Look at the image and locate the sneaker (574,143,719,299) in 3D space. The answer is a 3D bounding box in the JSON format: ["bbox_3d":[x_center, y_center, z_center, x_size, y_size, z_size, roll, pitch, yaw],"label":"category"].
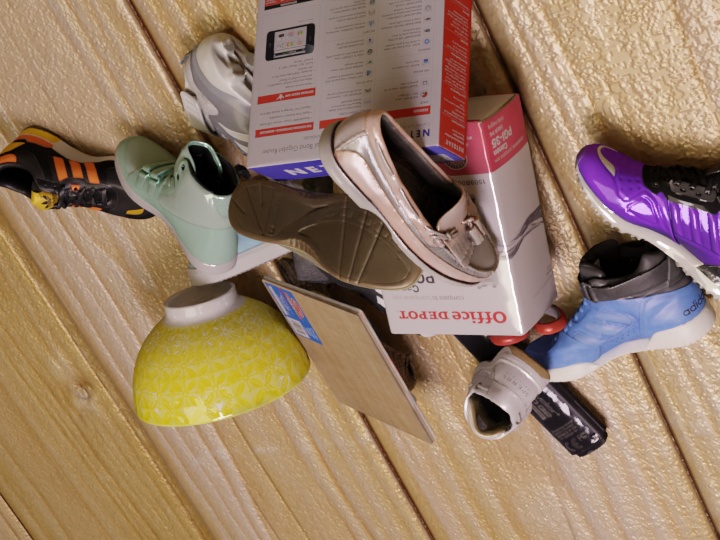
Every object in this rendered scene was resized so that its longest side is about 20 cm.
[{"bbox_3d":[0.281,-0.063,1.139,0.199,0.070,0.100,35,128,-3],"label":"sneaker"}]

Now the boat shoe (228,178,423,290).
[{"bbox_3d":[-0.024,-0.032,1.197,0.198,0.063,0.074,16,92,26],"label":"boat shoe"}]

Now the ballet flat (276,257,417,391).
[{"bbox_3d":[-0.011,0.054,1.419,0.046,0.067,0.200,-43,96,5],"label":"ballet flat"}]

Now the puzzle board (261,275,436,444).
[{"bbox_3d":[-0.009,0.090,1.380,0.150,0.017,0.201,19,148,45],"label":"puzzle board"}]

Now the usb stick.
[{"bbox_3d":[0.171,0.110,1.361,0.200,0.033,0.055,45,133,-7],"label":"usb stick"}]

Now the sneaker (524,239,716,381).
[{"bbox_3d":[0.217,0.030,1.237,0.198,0.077,0.112,-19,114,40],"label":"sneaker"}]

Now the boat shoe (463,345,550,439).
[{"bbox_3d":[0.130,0.132,1.314,0.070,0.070,0.200,36,163,9],"label":"boat shoe"}]

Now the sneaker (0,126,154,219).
[{"bbox_3d":[-0.313,-0.087,1.458,0.198,0.090,0.071,21,133,16],"label":"sneaker"}]

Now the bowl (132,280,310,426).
[{"bbox_3d":[-0.160,0.075,1.434,0.198,0.200,0.109,-4,109,33],"label":"bowl"}]

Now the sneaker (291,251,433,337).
[{"bbox_3d":[0.000,0.000,1.318,0.110,0.074,0.201,-8,141,25],"label":"sneaker"}]

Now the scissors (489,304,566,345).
[{"bbox_3d":[0.135,0.036,1.276,0.072,0.200,0.014,-21,105,-8],"label":"scissors"}]

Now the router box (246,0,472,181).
[{"bbox_3d":[-0.003,-0.178,1.148,0.198,0.049,0.183,-3,78,33],"label":"router box"}]

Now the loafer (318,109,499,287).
[{"bbox_3d":[0.053,-0.055,1.074,0.062,0.073,0.199,-23,130,40],"label":"loafer"}]

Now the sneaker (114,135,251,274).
[{"bbox_3d":[-0.179,-0.103,1.349,0.200,0.073,0.119,46,140,30],"label":"sneaker"}]

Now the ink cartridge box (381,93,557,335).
[{"bbox_3d":[0.084,-0.047,1.200,0.145,0.083,0.203,-1,113,33],"label":"ink cartridge box"}]

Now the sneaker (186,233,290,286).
[{"bbox_3d":[-0.119,-0.044,1.401,0.198,0.074,0.083,-21,91,40],"label":"sneaker"}]

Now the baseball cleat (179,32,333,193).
[{"bbox_3d":[-0.104,-0.137,1.318,0.106,0.070,0.202,-23,101,48],"label":"baseball cleat"}]
